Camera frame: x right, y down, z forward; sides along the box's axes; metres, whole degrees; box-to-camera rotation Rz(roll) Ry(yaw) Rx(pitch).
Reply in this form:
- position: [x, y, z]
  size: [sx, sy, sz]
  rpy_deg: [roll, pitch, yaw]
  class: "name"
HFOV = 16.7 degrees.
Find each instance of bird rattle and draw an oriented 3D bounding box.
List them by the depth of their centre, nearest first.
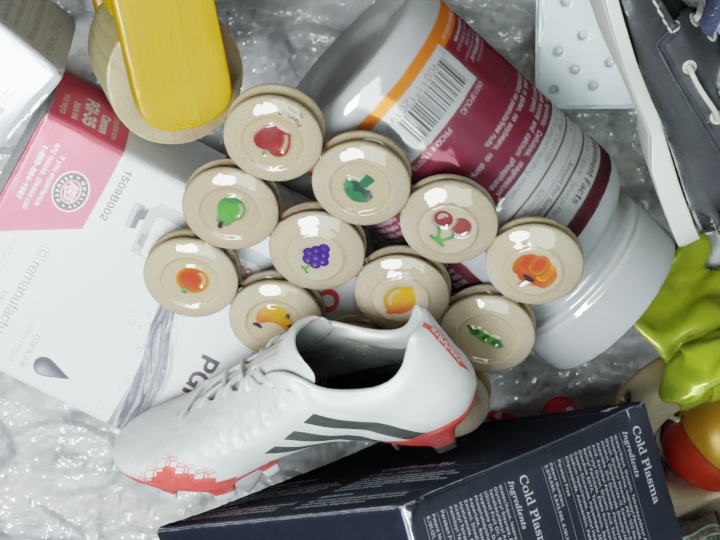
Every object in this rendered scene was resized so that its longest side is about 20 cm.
- position: [0.179, 0.092, 1.364]
  size: [0.163, 0.113, 0.200]
  rpy_deg: [23, 113, -29]
  class: "bird rattle"

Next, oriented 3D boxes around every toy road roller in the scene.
- position: [-0.072, -0.176, 1.238]
  size: [0.146, 0.123, 0.200]
  rpy_deg: [-12, 111, -10]
  class: "toy road roller"

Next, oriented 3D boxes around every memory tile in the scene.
- position: [0.000, 0.000, 1.250]
  size: [0.200, 0.017, 0.153]
  rpy_deg: [26, 125, -12]
  class: "memory tile"

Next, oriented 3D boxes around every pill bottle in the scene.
- position: [0.064, -0.046, 1.294]
  size: [0.200, 0.114, 0.114]
  rpy_deg: [41, 104, -16]
  class: "pill bottle"

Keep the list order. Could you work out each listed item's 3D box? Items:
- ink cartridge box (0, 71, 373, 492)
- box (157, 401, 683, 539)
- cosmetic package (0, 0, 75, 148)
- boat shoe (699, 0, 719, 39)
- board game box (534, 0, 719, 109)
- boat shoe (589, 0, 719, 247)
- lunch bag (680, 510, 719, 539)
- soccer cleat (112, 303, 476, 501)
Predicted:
- position: [-0.109, 0.006, 1.323]
  size: [0.200, 0.083, 0.147]
  rpy_deg: [27, 107, -12]
  class: "ink cartridge box"
- position: [0.033, 0.149, 1.271]
  size: [0.182, 0.200, 0.104]
  rpy_deg: [-19, 95, -41]
  class: "box"
- position: [-0.245, -0.152, 1.249]
  size: [0.200, 0.102, 0.074]
  rpy_deg: [40, 104, -17]
  class: "cosmetic package"
- position: [0.232, -0.186, 1.189]
  size: [0.075, 0.093, 0.200]
  rpy_deg: [20, 138, -15]
  class: "boat shoe"
- position: [0.192, -0.185, 1.292]
  size: [0.200, 0.026, 0.200]
  rpy_deg: [-1, 111, -2]
  class: "board game box"
- position: [0.162, -0.106, 1.269]
  size: [0.060, 0.074, 0.200]
  rpy_deg: [-20, 114, 6]
  class: "boat shoe"
- position: [0.151, 0.240, 1.398]
  size: [0.200, 0.139, 0.168]
  rpy_deg: [-22, 105, 8]
  class: "lunch bag"
- position: [-0.040, 0.063, 1.248]
  size: [0.200, 0.069, 0.085]
  rpy_deg: [-10, 133, 18]
  class: "soccer cleat"
